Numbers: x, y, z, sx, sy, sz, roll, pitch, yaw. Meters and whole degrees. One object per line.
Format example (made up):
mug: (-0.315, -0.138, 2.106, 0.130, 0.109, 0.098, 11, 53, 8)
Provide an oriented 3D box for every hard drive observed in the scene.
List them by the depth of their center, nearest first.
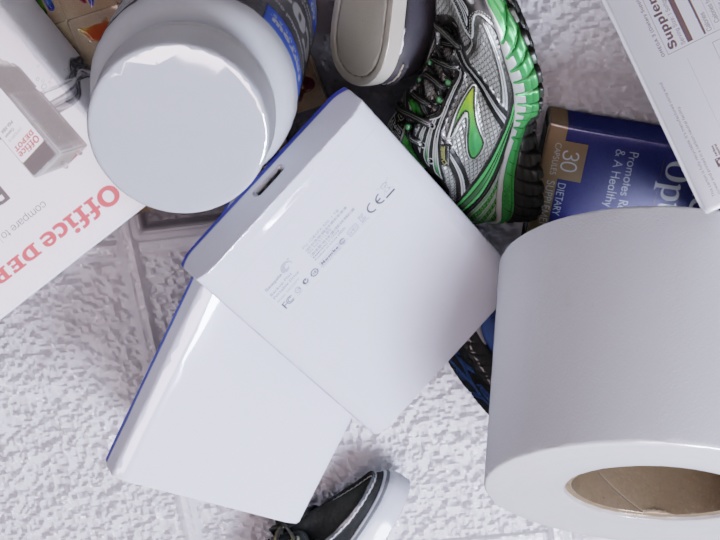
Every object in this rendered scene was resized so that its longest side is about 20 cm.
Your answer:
hard drive: (0.000, 0.000, 1.125, 0.132, 0.025, 0.200, -47, 137, -2)
hard drive: (-0.054, 0.051, 1.188, 0.132, 0.025, 0.200, 18, 107, -28)

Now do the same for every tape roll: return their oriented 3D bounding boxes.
tape roll: (0.174, 0.065, 1.121, 0.203, 0.139, 0.203, 4, 158, 2)

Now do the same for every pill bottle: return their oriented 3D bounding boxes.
pill bottle: (-0.087, -0.114, 1.084, 0.114, 0.200, 0.114, 1, 116, 3)

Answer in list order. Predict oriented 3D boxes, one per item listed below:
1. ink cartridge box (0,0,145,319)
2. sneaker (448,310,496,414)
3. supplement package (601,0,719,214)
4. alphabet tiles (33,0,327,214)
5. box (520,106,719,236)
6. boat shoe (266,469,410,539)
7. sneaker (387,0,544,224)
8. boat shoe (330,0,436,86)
ink cartridge box: (-0.230, -0.083, 1.154, 0.147, 0.083, 0.200, -38, 99, 8)
sneaker: (0.124, 0.077, 1.253, 0.077, 0.076, 0.200, -44, 105, -6)
supplement package: (0.209, -0.124, 1.044, 0.111, 0.200, 0.156, -26, 86, 15)
alphabet tiles: (-0.130, -0.119, 1.200, 0.200, 0.008, 0.167, -16, 113, 11)
box: (0.203, -0.026, 1.209, 0.200, 0.032, 0.121, 8, 116, -1)
boat shoe: (-0.046, 0.198, 1.315, 0.057, 0.069, 0.200, 37, 115, -13)
sneaker: (0.059, -0.097, 1.127, 0.085, 0.078, 0.200, -12, 133, -6)
boat shoe: (0.037, -0.203, 1.132, 0.063, 0.073, 0.200, -5, 119, -42)
